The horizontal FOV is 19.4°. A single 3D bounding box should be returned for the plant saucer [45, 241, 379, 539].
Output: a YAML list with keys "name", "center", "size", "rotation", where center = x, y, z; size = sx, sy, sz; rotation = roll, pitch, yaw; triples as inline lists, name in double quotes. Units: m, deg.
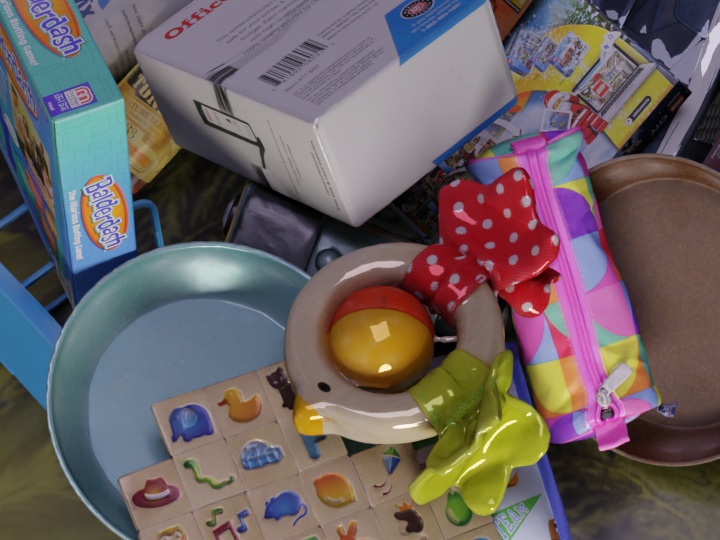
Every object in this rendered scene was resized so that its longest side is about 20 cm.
- name: "plant saucer"
  center: [-0.087, 0.082, 1.238]
  size: [0.199, 0.036, 0.201]
  rotation: [5, 67, -12]

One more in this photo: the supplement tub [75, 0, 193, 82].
- name: "supplement tub"
  center: [-0.199, -0.194, 1.495]
  size: [0.199, 0.132, 0.132]
  rotation: [-31, 64, -14]

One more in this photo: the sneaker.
- name: "sneaker"
  center: [0.181, -0.121, 1.467]
  size: [0.145, 0.077, 0.203]
  rotation: [18, 72, 22]

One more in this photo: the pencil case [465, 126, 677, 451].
- name: "pencil case"
  center: [0.129, 0.011, 1.318]
  size: [0.088, 0.088, 0.201]
  rotation: [-18, 88, -6]

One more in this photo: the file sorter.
- name: "file sorter"
  center: [-0.146, 0.046, 1.358]
  size: [0.122, 0.139, 0.200]
  rotation: [-38, 65, -20]

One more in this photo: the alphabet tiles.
- name: "alphabet tiles"
  center: [-0.030, 0.133, 1.208]
  size: [0.199, 0.008, 0.168]
  rotation: [-18, 74, -19]

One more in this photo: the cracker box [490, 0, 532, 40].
- name: "cracker box"
  center: [0.018, -0.193, 1.458]
  size: [0.134, 0.058, 0.200]
  rotation: [-53, 44, 5]

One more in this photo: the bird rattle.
- name: "bird rattle"
  center: [0.036, 0.032, 1.212]
  size: [0.162, 0.113, 0.201]
  rotation: [0, 64, 4]

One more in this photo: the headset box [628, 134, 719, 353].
- name: "headset box"
  center: [0.281, -0.008, 1.351]
  size: [0.200, 0.075, 0.149]
  rotation: [40, 115, 22]

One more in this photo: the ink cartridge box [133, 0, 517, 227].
- name: "ink cartridge box"
  center: [-0.024, -0.124, 1.319]
  size: [0.146, 0.085, 0.200]
  rotation: [-38, 37, -21]

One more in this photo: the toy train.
- name: "toy train"
  center: [0.000, 0.000, 1.352]
  size: [0.199, 0.114, 0.086]
  rotation: [23, 96, 4]

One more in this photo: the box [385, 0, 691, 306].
- name: "box"
  center: [0.107, -0.090, 1.423]
  size: [0.137, 0.038, 0.200]
  rotation: [45, 99, 24]

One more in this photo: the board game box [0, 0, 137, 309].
- name: "board game box"
  center: [-0.181, -0.087, 1.244]
  size: [0.045, 0.200, 0.153]
  rotation: [-20, 60, -15]

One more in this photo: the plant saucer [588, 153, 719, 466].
- name: "plant saucer"
  center: [0.196, 0.024, 1.345]
  size: [0.200, 0.201, 0.034]
  rotation: [40, 28, 22]

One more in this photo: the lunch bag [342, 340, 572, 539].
- name: "lunch bag"
  center: [0.041, 0.166, 1.288]
  size: [0.169, 0.124, 0.201]
  rotation: [-13, 53, -4]

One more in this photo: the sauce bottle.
- name: "sauce bottle"
  center: [-0.114, -0.143, 1.461]
  size: [0.200, 0.066, 0.066]
  rotation: [-48, 66, 6]
